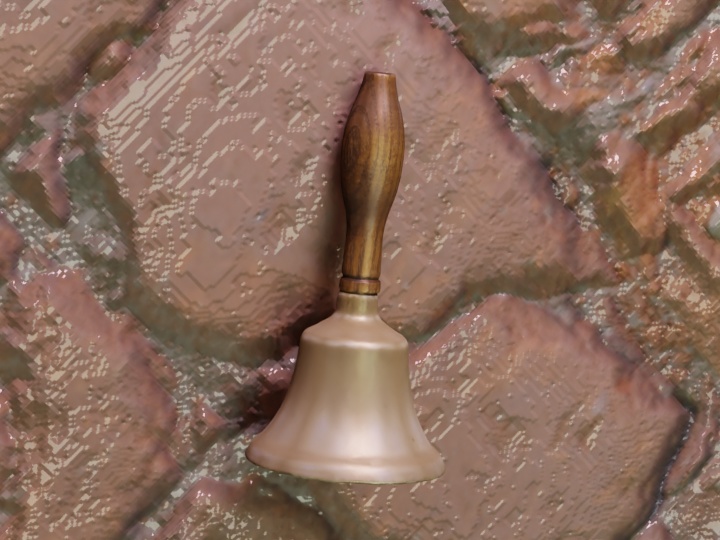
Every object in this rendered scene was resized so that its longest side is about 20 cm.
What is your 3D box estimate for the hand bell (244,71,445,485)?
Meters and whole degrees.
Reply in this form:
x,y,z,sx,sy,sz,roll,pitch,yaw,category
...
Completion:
x,y,z,sx,sy,sz,roll,pitch,yaw,category
0.000,0.000,1.180,0.103,0.104,0.202,1,98,-27,hand bell
